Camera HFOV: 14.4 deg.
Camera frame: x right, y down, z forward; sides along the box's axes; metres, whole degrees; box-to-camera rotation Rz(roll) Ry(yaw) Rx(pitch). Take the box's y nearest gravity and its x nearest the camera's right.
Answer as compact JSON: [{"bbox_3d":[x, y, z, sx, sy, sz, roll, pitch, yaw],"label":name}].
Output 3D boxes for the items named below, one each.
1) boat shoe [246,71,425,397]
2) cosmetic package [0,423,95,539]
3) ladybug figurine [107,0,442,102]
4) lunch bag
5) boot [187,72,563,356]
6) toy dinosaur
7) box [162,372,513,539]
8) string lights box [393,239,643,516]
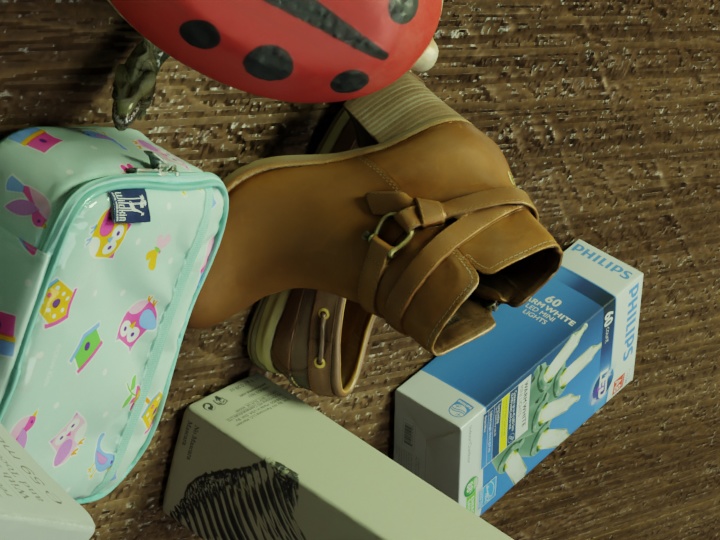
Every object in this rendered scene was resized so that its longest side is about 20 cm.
[{"bbox_3d":[0.002,-0.020,1.640,0.072,0.067,0.200,-5,121,-57],"label":"boat shoe"},{"bbox_3d":[-0.257,0.110,1.209,0.166,0.167,0.200,-51,154,10],"label":"cosmetic package"},{"bbox_3d":[-0.043,-0.145,1.339,0.200,0.072,0.136,26,108,-20],"label":"ladybug figurine"},{"bbox_3d":[-0.146,0.024,1.430,0.160,0.077,0.200,-2,118,-58],"label":"lunch bag"},{"bbox_3d":[0.000,0.000,1.536,0.200,0.155,0.077,-35,146,-6],"label":"boot"},{"bbox_3d":[-0.067,-0.157,1.419,0.200,0.047,0.088,-43,151,-23],"label":"toy dinosaur"},{"bbox_3d":[-0.015,0.146,1.629,0.068,0.200,0.082,-24,136,-47],"label":"box"},{"bbox_3d":[0.105,0.076,1.908,0.200,0.059,0.103,-38,144,-35],"label":"string lights box"}]
